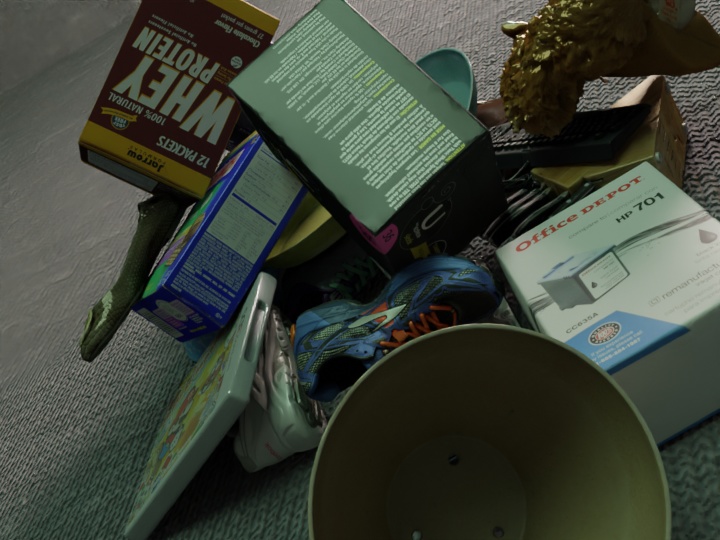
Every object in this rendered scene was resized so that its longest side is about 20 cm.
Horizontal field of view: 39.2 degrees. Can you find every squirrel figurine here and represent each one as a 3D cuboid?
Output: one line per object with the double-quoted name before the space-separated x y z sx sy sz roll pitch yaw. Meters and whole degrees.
"squirrel figurine" 0.191 -0.205 0.899 0.199 0.143 0.186 -32 12 -33

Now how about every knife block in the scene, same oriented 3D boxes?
"knife block" 0.200 -0.080 0.920 0.174 0.064 0.201 -15 32 32

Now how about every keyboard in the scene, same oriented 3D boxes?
"keyboard" 0.158 -0.110 0.926 0.127 0.021 0.199 -46 25 -25

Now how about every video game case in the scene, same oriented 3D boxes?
"video game case" -0.144 0.121 0.921 0.201 0.023 0.183 -53 16 29

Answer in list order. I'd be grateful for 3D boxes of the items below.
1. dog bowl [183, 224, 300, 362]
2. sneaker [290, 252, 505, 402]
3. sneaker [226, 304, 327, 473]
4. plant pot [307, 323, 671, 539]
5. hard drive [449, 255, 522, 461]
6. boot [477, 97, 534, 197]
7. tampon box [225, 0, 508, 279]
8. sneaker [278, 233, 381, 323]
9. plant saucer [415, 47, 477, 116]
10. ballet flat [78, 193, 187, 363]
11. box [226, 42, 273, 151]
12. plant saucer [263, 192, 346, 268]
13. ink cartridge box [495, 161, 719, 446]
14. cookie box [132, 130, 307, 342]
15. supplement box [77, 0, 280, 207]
"dog bowl" -0.125 0.019 1.134 0.199 0.050 0.111 -36 27 -5
"sneaker" 0.030 0.054 0.821 0.199 0.075 0.079 -27 41 26
"sneaker" -0.093 0.106 0.934 0.099 0.078 0.201 -33 26 10
"plant pot" 0.067 0.144 0.607 0.200 0.201 0.135 -39 -8 -11
"hard drive" 0.072 0.075 0.842 0.139 0.038 0.201 -31 28 8
"boot" 0.142 -0.112 1.048 0.185 0.064 0.201 -29 32 14
"tampon box" 0.010 -0.105 0.866 0.126 0.150 0.200 -42 65 -3
"sneaker" 0.000 0.000 1.021 0.199 0.074 0.088 -33 35 27
"plant saucer" 0.064 -0.141 1.085 0.200 0.036 0.202 -38 38 38
"ballet flat" -0.235 0.001 1.011 0.067 0.046 0.201 -34 28 57
"box" -0.084 -0.183 1.222 0.200 0.147 0.105 179 113 -76
"plant saucer" -0.032 -0.068 1.048 0.199 0.031 0.200 -39 17 14
"ink cartridge box" 0.200 0.022 0.734 0.146 0.086 0.200 -31 29 5
"cookie box" -0.138 -0.036 1.023 0.201 0.075 0.171 -60 16 -20
"supplement box" -0.198 -0.187 1.074 0.199 0.132 0.200 -67 14 -5
